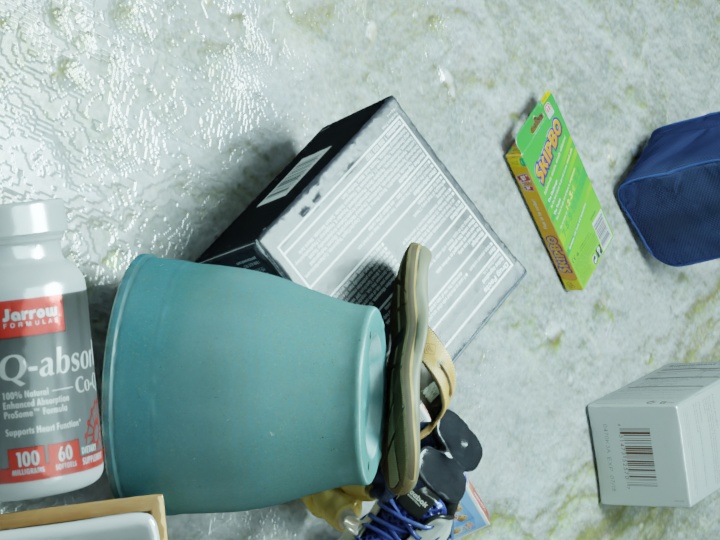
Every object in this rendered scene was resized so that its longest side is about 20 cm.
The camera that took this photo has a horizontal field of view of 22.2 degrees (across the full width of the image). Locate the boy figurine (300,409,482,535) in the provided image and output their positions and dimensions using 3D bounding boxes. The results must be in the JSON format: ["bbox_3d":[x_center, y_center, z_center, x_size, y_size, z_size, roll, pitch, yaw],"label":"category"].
[{"bbox_3d":[0.006,0.173,1.541,0.064,0.199,0.125,45,51,-21],"label":"boy figurine"}]

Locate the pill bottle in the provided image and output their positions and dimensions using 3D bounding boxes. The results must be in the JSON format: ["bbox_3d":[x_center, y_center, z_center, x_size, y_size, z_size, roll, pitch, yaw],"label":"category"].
[{"bbox_3d":[-0.246,0.054,1.293,0.115,0.115,0.202,-10,95,-52],"label":"pill bottle"}]

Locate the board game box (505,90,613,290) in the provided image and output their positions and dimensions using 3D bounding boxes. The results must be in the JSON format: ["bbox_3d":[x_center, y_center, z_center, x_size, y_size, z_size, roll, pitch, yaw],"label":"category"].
[{"bbox_3d":[0.213,-0.086,1.969,0.096,0.030,0.201,-54,131,-40],"label":"board game box"}]

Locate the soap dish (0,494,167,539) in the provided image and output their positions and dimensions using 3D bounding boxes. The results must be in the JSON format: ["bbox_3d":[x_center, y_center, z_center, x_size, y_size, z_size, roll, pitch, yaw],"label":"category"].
[{"bbox_3d":[-0.210,0.266,1.308,0.156,0.081,0.202,-6,92,-18],"label":"soap dish"}]

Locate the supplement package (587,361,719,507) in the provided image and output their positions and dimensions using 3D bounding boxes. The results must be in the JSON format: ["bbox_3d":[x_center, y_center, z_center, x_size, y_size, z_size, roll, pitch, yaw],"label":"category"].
[{"bbox_3d":[0.358,0.181,2.065,0.199,0.117,0.118,-18,100,-51],"label":"supplement package"}]

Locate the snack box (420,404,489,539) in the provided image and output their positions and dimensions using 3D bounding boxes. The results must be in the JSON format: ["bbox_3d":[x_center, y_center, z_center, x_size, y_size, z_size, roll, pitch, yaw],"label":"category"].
[{"bbox_3d":[0.048,0.177,1.702,0.201,0.071,0.024,60,10,-31],"label":"snack box"}]

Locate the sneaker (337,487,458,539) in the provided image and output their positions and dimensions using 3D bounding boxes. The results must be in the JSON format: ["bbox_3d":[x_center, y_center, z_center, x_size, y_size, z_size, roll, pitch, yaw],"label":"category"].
[{"bbox_3d":[0.018,0.233,1.595,0.199,0.080,0.116,-35,156,-36],"label":"sneaker"}]

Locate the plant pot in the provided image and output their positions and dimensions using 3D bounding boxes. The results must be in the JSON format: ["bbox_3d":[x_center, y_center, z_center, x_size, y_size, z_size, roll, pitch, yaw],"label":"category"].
[{"bbox_3d":[-0.078,0.090,1.391,0.200,0.186,0.202,1,90,-82],"label":"plant pot"}]

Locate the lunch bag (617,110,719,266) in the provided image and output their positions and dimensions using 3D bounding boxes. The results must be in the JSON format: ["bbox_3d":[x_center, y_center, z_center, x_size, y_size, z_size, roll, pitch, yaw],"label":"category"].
[{"bbox_3d":[0.410,-0.105,2.087,0.136,0.199,0.133,57,44,-25],"label":"lunch bag"}]

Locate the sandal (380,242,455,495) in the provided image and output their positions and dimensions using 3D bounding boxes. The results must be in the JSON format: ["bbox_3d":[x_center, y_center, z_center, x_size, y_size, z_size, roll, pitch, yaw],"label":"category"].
[{"bbox_3d":[0.049,0.076,1.448,0.053,0.080,0.202,9,70,-10],"label":"sandal"}]

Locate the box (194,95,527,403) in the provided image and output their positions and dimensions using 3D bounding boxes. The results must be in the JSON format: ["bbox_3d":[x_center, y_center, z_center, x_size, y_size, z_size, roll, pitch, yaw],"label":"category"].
[{"bbox_3d":[0.000,0.000,1.554,0.199,0.123,0.200,51,58,-14],"label":"box"}]
